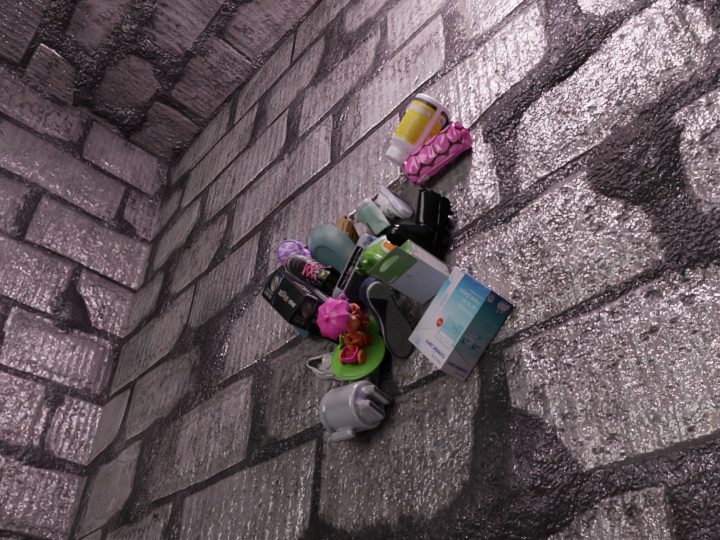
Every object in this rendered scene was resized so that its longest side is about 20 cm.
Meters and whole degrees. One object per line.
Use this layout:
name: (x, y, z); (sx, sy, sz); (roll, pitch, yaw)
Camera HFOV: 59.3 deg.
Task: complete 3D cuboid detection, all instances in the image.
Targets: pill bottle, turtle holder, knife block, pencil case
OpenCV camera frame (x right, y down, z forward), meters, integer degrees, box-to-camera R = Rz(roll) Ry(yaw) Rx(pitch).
pill bottle: (0.161, -0.395, 1.831); (0.201, 0.114, 0.114); (-59, 32, 2)
turtle holder: (0.078, -0.016, 1.656); (0.140, 0.186, 0.132); (27, 69, 25)
knife block: (-0.088, -0.076, 1.884); (0.173, 0.201, 0.065); (-3, 56, 20)
pencil case: (-0.195, -0.044, 1.898); (0.085, 0.084, 0.200); (-38, -6, -1)
pencil case: (0.210, -0.313, 1.724); (0.199, 0.090, 0.094); (-38, 30, 29)

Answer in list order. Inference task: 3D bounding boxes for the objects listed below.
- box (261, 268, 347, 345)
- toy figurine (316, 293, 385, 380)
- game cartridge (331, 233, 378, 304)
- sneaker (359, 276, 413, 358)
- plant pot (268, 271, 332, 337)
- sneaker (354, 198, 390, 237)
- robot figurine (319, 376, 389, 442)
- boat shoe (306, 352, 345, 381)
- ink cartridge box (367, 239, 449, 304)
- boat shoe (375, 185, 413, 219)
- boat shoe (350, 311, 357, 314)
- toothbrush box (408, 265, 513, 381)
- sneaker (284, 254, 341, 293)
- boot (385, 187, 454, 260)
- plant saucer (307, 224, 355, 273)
box: (-0.136, 0.096, 1.662); (0.087, 0.199, 0.164); (-57, 41, 4)
toy figurine: (-0.032, 0.131, 1.546); (0.148, 0.185, 0.201); (-5, 43, 27)
game cartridge: (0.000, 0.000, 1.732); (0.040, 0.133, 0.202); (30, 98, 28)
sneaker: (0.062, 0.108, 1.557); (0.076, 0.204, 0.146); (-24, 13, -8)
plant pot: (-0.162, 0.077, 1.877); (0.134, 0.202, 0.199); (-34, 26, -20)
sneaker: (0.040, -0.133, 1.826); (0.073, 0.119, 0.200); (-36, -5, 3)
robot figurine: (-0.022, 0.332, 1.520); (0.199, 0.113, 0.171); (-25, 30, 43)
boat shoe: (-0.075, 0.254, 1.697); (0.199, 0.069, 0.072); (-18, 49, 46)
ink cartridge box: (0.114, -0.004, 1.510); (0.104, 0.199, 0.060); (-41, 39, 27)
boat shoe: (0.093, -0.179, 1.811); (0.066, 0.073, 0.200); (-57, 22, 13)
boat shoe: (-0.039, 0.127, 1.747); (0.066, 0.072, 0.200); (-55, 33, 0)
toothbrush box: (0.216, 0.115, 1.384); (0.201, 0.085, 0.146); (-58, 32, 7)
sneaker: (-0.116, 0.009, 1.763); (0.074, 0.198, 0.087); (-64, 9, -13)
boot: (0.150, -0.125, 1.568); (0.073, 0.197, 0.165); (-6, 67, 49)
plant saucer: (-0.083, -0.036, 1.823); (0.200, 0.202, 0.039); (-16, 23, 48)
